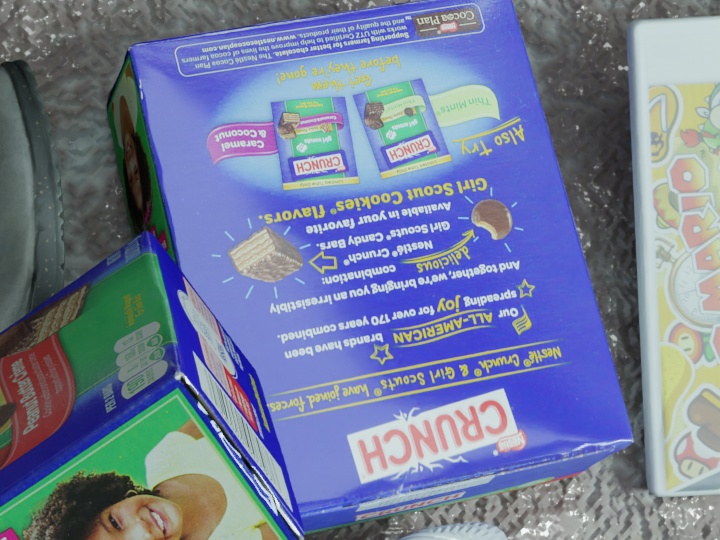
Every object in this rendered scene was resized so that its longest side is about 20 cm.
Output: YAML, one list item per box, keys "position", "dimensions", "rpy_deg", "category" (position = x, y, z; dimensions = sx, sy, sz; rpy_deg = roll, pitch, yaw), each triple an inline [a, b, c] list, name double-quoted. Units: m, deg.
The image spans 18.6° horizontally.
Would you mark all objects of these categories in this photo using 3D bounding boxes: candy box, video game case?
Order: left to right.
- position: [-0.128, 0.089, 0.743]
  dimensions: [0.200, 0.169, 0.077]
  rpy_deg: [-36, 108, 2]
  category: "candy box"
- position: [0.000, 0.000, 0.901]
  dimensions: [0.169, 0.077, 0.201]
  rpy_deg: [-10, 75, -15]
  category: "candy box"
- position: [0.207, -0.009, 0.922]
  dimensions: [0.181, 0.023, 0.201]
  rpy_deg: [-3, 94, 1]
  category: "video game case"

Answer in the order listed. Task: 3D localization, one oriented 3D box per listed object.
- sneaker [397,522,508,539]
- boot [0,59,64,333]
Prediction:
- position: [-0.015, 0.177, 0.844]
  dimensions: [0.200, 0.076, 0.114]
  rpy_deg: [-19, 75, -19]
  category: "sneaker"
- position: [-0.182, 0.013, 0.864]
  dimensions: [0.131, 0.070, 0.201]
  rpy_deg: [-2, 74, -10]
  category: "boot"
